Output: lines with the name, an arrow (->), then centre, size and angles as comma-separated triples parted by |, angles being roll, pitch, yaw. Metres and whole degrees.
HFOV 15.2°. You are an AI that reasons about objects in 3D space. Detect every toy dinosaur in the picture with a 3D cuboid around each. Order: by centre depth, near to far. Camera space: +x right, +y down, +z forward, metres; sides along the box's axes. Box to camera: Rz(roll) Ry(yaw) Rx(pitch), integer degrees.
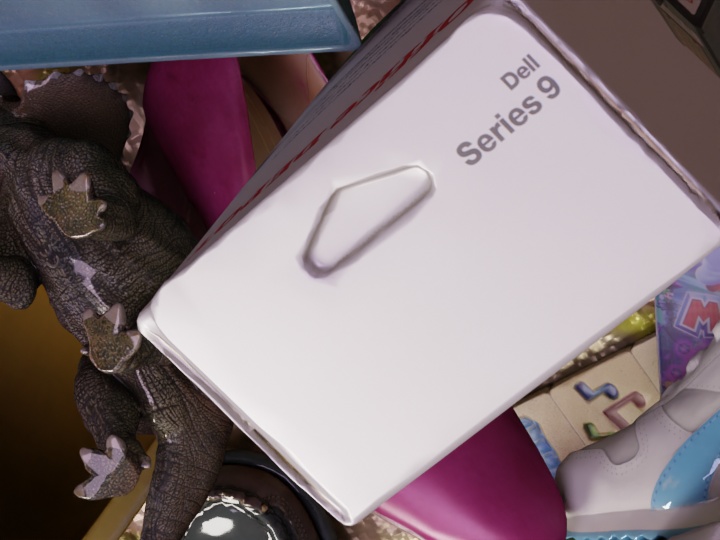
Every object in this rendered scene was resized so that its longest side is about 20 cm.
toy dinosaur -> -0.069, 0.011, 0.808 | 0.077, 0.102, 0.200 | -37, 86, 23

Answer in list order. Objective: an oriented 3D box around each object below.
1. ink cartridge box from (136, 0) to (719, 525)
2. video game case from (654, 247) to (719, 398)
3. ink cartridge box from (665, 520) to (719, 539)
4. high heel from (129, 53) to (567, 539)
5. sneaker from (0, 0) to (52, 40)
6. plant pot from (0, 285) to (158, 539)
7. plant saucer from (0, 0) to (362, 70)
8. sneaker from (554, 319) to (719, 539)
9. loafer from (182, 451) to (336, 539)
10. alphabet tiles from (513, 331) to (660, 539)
ink cartridge box -> 0.043, -0.040, 0.736 | 0.084, 0.200, 0.146 | 45, 122, -7
video game case -> 0.165, 0.054, 0.840 | 0.143, 0.018, 0.200 | 3, 116, 19
ink cartridge box -> 0.129, 0.144, 0.768 | 0.145, 0.200, 0.083 | 29, 80, 2
high heel -> 0.000, 0.000, 0.823 | 0.200, 0.067, 0.096 | 42, 133, 20
sneaker -> -0.046, -0.118, 0.793 | 0.200, 0.066, 0.091 | -47, 61, 31
plant pot -> -0.183, 0.082, 0.893 | 0.194, 0.196, 0.200 | 32, 141, 3
plant saucer -> -0.099, -0.087, 0.791 | 0.200, 0.019, 0.070 | -2, 143, 26
sneaker -> 0.136, 0.034, 0.793 | 0.200, 0.076, 0.081 | -25, 69, 40
loafer -> -0.043, 0.162, 0.944 | 0.072, 0.063, 0.200 | 9, 119, 14
alphabet tiles -> 0.109, 0.105, 0.902 | 0.200, 0.006, 0.166 | -29, 103, 30
